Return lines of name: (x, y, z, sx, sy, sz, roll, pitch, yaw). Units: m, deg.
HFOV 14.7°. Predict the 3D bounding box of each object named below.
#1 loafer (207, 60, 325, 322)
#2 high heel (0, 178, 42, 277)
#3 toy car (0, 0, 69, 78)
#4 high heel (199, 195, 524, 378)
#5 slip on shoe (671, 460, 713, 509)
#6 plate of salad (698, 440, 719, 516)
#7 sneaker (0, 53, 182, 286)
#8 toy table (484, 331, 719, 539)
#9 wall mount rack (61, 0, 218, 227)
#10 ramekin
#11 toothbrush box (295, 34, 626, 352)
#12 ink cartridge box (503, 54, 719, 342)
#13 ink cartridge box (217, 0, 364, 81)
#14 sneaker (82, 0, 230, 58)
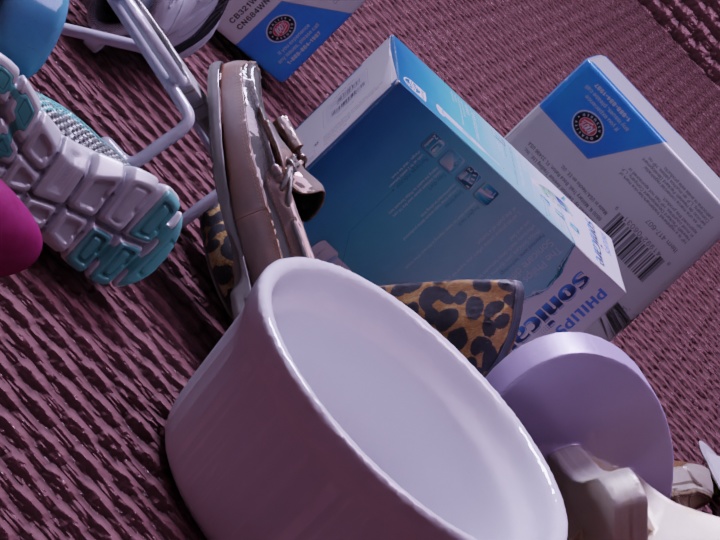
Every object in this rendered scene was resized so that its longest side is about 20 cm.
loafer: (-0.041, -0.021, 1.506, 0.072, 0.062, 0.201, 55, 26, -72)
high heel: (-0.214, -0.020, 1.191, 0.199, 0.068, 0.096, 17, 21, -33)
toy car: (-0.248, -0.204, 1.465, 0.184, 0.178, 0.200, 23, -5, -23)
high heel: (0.000, 0.000, 1.553, 0.200, 0.143, 0.071, 54, 18, 24)
slip on shoe: (0.181, 0.153, 1.815, 0.200, 0.076, 0.061, 26, 65, -70)
plate of salad: (0.282, 0.208, 1.934, 0.200, 0.048, 0.200, 54, 9, -12)
sneaker: (-0.183, -0.065, 1.406, 0.200, 0.078, 0.091, 41, -1, -36)
toy table: (0.123, 0.146, 1.493, 0.117, 0.183, 0.201, -118, -176, -47)
wall mount rack: (-0.143, -0.116, 1.547, 0.174, 0.074, 0.200, 55, -2, 18)
ramekin: (-0.002, 0.098, 1.376, 0.200, 0.098, 0.201, 38, 21, -17)
toothbrush box: (0.041, -0.018, 1.695, 0.200, 0.146, 0.085, 41, 17, -17)
ink cartridge box: (0.132, -0.022, 1.844, 0.146, 0.200, 0.084, 47, 14, 2)
ink cartridge box: (-0.081, -0.253, 1.917, 0.200, 0.146, 0.084, 38, 19, -25)
sneaker: (-0.102, -0.212, 1.713, 0.075, 0.200, 0.115, 38, 20, 13)
